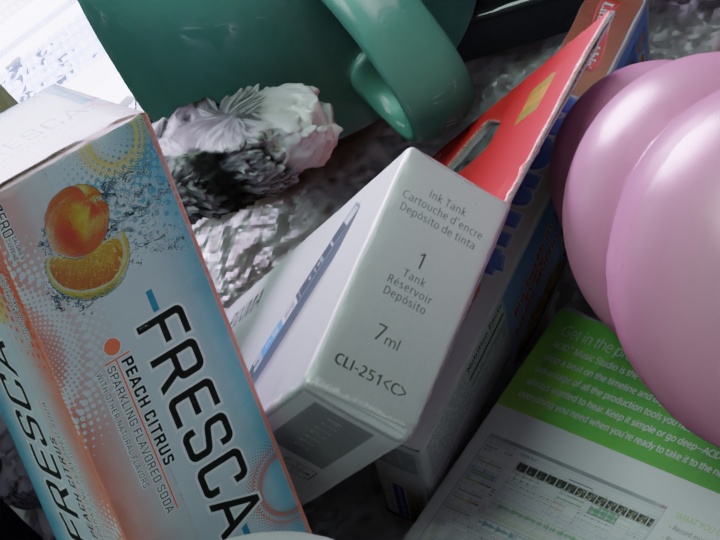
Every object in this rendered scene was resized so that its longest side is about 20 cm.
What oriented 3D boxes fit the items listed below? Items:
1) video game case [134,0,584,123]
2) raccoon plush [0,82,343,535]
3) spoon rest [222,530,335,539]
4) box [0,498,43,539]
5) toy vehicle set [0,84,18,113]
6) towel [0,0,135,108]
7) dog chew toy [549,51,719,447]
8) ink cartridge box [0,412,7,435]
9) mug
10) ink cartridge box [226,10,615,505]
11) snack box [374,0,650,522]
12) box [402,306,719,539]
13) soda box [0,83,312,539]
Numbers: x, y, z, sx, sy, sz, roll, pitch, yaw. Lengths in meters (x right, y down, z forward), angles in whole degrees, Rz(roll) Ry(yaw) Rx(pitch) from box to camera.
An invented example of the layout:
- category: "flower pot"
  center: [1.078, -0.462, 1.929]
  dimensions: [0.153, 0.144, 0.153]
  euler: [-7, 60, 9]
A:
- category: "video game case"
  center: [-0.001, -0.147, 1.204]
  dimensions: [0.200, 0.026, 0.181]
  euler: [-16, 48, 11]
- category: "raccoon plush"
  center: [-0.084, 0.025, 1.083]
  dimensions: [0.200, 0.134, 0.097]
  euler: [-15, 41, 13]
- category: "spoon rest"
  center: [-0.073, 0.131, 0.885]
  dimensions: [0.200, 0.061, 0.099]
  euler: [-2, 95, 3]
- category: "box"
  center: [-0.179, 0.207, 0.993]
  dimensions: [0.200, 0.117, 0.197]
  euler: [-28, 45, 12]
- category: "toy vehicle set"
  center: [-0.204, -0.017, 1.189]
  dimensions: [0.200, 0.124, 0.027]
  euler: [-12, 50, 28]
- category: "towel"
  center: [-0.111, -0.120, 1.283]
  dimensions: [0.147, 0.024, 0.200]
  euler: [-36, 43, 4]
- category: "dog chew toy"
  center: [0.122, -0.016, 0.935]
  dimensions: [0.125, 0.125, 0.200]
  euler: [-42, 26, -2]
- category: "ink cartridge box"
  center: [-0.226, 0.035, 0.964]
  dimensions: [0.200, 0.145, 0.147]
  euler: [-54, 44, -5]
- category: "mug"
  center: [-0.028, -0.136, 1.110]
  dimensions: [0.185, 0.114, 0.152]
  euler: [6, 55, 29]
- category: "ink cartridge box"
  center: [0.000, 0.000, 1.014]
  dimensions: [0.176, 0.045, 0.200]
  euler: [-65, 11, -24]
- category: "snack box"
  center: [0.057, -0.007, 1.036]
  dimensions: [0.024, 0.072, 0.200]
  euler: [20, 67, 17]
- category: "box"
  center: [0.072, 0.117, 0.954]
  dimensions: [0.144, 0.036, 0.200]
  euler: [22, 71, 43]
- category: "soda box"
  center: [-0.074, 0.044, 0.922]
  dimensions: [0.064, 0.200, 0.068]
  euler: [-31, 26, -24]
